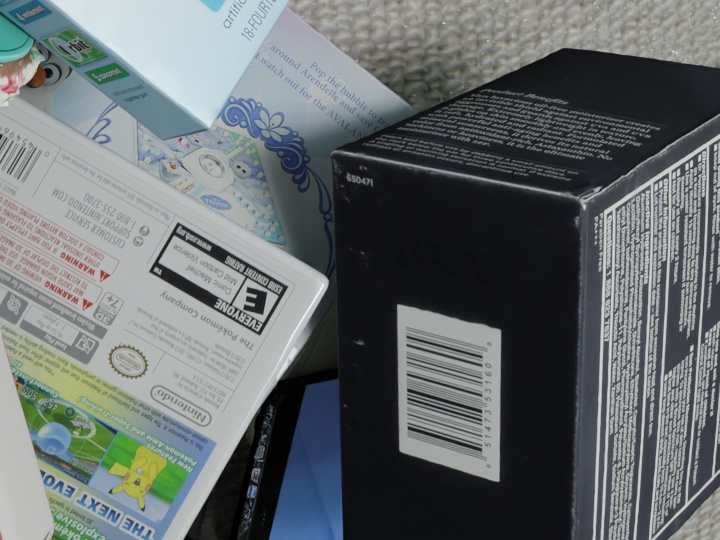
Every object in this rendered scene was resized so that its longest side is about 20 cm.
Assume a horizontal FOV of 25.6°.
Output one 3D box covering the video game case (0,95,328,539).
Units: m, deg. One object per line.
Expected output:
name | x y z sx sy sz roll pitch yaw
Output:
video game case | -0.142 0.032 0.627 0.200 0.022 0.182 30 86 -7

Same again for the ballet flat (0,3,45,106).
ballet flat | -0.175 -0.143 0.597 0.076 0.064 0.200 -3 68 -39

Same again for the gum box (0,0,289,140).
gum box | -0.094 -0.174 0.559 0.200 0.045 0.170 39 70 -25

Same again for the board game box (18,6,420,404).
board game box | -0.095 -0.040 0.688 0.200 0.043 0.199 38 72 -7

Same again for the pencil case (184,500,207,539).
pencil case | -0.107 0.121 0.740 0.078 0.089 0.200 8 92 -8

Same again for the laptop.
laptop | -0.015 0.149 0.758 0.103 0.200 0.177 12 122 -2

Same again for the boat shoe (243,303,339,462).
boat shoe | -0.002 -0.001 0.785 0.202 0.060 0.072 -52 138 -1

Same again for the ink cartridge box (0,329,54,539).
ink cartridge box | -0.226 0.060 0.556 0.200 0.086 0.148 -14 103 1

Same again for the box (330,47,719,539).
box | 0.090 0.023 0.708 0.198 0.123 0.200 -28 124 -49
